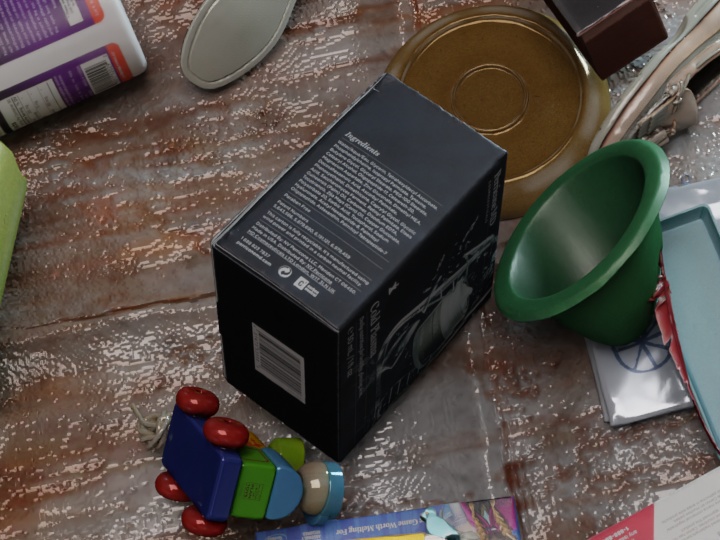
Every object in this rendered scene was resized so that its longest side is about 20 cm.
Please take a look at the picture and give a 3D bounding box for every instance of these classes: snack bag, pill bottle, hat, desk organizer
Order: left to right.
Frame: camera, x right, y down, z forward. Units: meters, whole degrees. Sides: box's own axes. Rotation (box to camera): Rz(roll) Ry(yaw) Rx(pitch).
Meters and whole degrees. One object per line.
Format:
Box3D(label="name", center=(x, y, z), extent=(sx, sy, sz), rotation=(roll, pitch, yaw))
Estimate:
Box3D(label="pill bottle", center=(-0.289, -0.180, 1.620), extent=(0.199, 0.112, 0.112), rotation=(-24, 65, -3))
Box3D(label="desk organizer", center=(0.169, -0.258, 1.587), extent=(0.071, 0.077, 0.201), rotation=(-33, 57, 4))
Box3D(label="hat", center=(0.215, 0.030, 1.479), extent=(0.176, 0.165, 0.201), rotation=(42, 58, -23))
Box3D(label="snack bag", center=(0.267, 0.014, 1.507), extent=(0.198, 0.021, 0.190), rotation=(-13, 66, 3))

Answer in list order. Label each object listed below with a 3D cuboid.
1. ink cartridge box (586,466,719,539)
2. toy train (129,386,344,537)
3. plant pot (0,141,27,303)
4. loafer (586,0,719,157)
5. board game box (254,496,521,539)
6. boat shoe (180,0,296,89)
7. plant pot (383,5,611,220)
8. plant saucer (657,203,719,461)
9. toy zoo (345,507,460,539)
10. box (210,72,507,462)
Box3D(label="ink cartridge box", center=(0.253, 0.260, 1.365), extent=(0.147, 0.086, 0.201), rotation=(-26, 67, -5))
Box3D(label="toy train", center=(-0.095, 0.137, 1.471), extent=(0.115, 0.200, 0.085), rotation=(11, 100, -24))
Box3D(label="plant pot", center=(-0.354, -0.017, 1.529), extent=(0.199, 0.201, 0.185), rotation=(7, 56, 11))
Box3D(label="loafer", center=(0.260, -0.149, 1.556), extent=(0.063, 0.072, 0.200), rotation=(35, 72, 13))
Box3D(label="board game box", center=(0.029, 0.277, 1.412), extent=(0.198, 0.043, 0.201), rotation=(-9, 66, 5))
Box3D(label="boat shoe", center=(-0.093, -0.246, 1.650), extent=(0.201, 0.074, 0.060), rotation=(-59, 29, -1))
Box3D(label="plant pot", center=(0.107, -0.137, 1.593), extent=(0.198, 0.028, 0.202), rotation=(-3, 66, 6))
Box3D(label="plant saucer", center=(0.269, 0.048, 1.472), extent=(0.069, 0.019, 0.201), rotation=(-19, 67, 0))
Box3D(label="toy zoo", center=(0.037, 0.269, 1.378), extent=(0.130, 0.020, 0.202), rotation=(4, 67, 11))
Box3D(label="box", center=(0.000, 0.000, 1.433), extent=(0.124, 0.201, 0.197), rotation=(33, 63, 19))
